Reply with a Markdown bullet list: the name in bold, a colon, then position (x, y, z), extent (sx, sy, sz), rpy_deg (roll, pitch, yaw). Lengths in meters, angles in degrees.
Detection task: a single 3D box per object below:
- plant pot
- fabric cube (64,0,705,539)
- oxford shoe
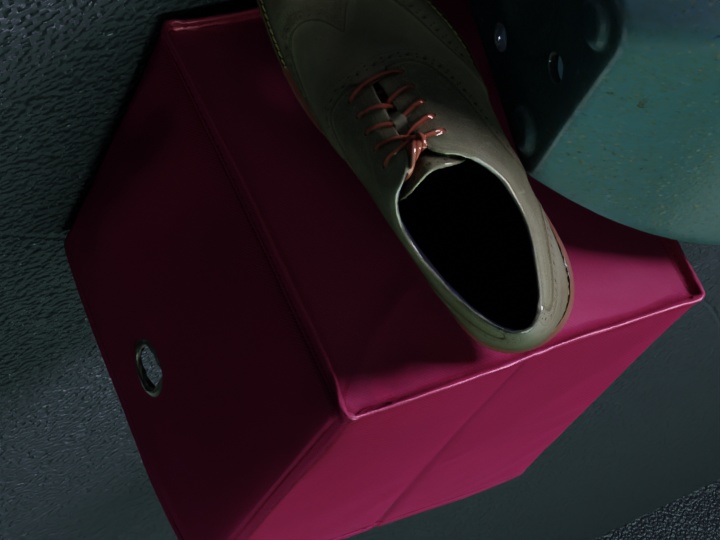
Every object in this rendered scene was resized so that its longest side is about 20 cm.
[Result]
- **plant pot**: position (0.155, -0.126, 0.799), extent (0.198, 0.198, 0.197), rpy_deg (-8, 158, -20)
- **fabric cube**: position (0.000, 0.000, 0.906), extent (0.198, 0.198, 0.200), rpy_deg (-16, 160, -29)
- **oxford shoe**: position (0.023, -0.058, 0.758), extent (0.070, 0.201, 0.075), rpy_deg (-36, 177, 4)
